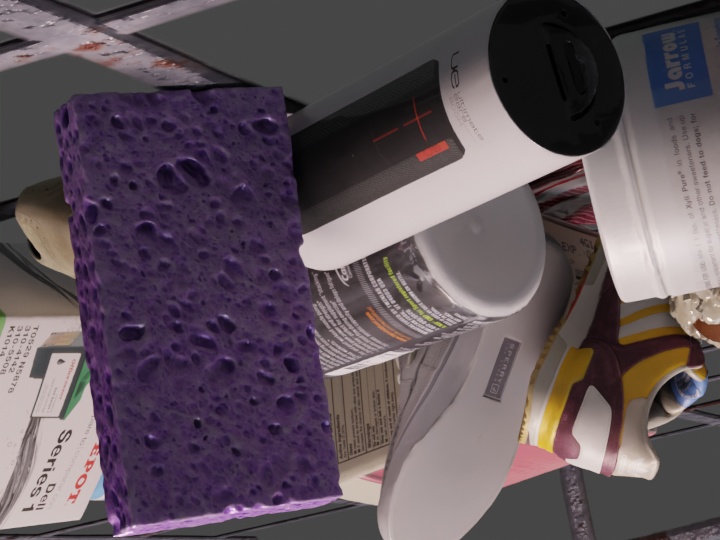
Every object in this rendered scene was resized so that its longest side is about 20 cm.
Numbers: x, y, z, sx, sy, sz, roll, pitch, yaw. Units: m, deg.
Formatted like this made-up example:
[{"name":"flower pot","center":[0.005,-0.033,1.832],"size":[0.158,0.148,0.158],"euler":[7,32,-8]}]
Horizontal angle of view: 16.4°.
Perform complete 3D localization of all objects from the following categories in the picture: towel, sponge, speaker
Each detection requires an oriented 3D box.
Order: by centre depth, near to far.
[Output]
[{"name":"sponge","center":[-0.075,0.016,1.150],"size":[0.111,0.201,0.030],"euler":[-4,169,-30]},{"name":"speaker","center":[0.033,-0.063,1.163],"size":[0.081,0.082,0.200],"euler":[-3,168,-37]},{"name":"towel","center":[0.161,-0.053,1.514],"size":[0.144,0.023,0.200],"euler":[-16,168,30]}]

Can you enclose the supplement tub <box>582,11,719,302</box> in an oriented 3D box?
[{"name":"supplement tub","center":[0.209,-0.067,1.194],"size":[0.199,0.133,0.132],"euler":[-13,169,9]}]

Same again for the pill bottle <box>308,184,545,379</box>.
[{"name":"pill bottle","center":[0.000,0.000,1.399],"size":[0.106,0.107,0.200],"euler":[-1,165,-44]}]

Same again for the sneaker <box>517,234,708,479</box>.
[{"name":"sneaker","center":[0.161,0.037,1.417],"size":[0.090,0.200,0.075],"euler":[22,145,11]}]

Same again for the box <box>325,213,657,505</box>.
[{"name":"box","center":[0.071,0.062,1.554],"size":[0.109,0.128,0.200],"euler":[16,151,-42]}]

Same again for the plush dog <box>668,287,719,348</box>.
[{"name":"plush dog","center":[0.270,-0.056,1.367],"size":[0.199,0.161,0.172],"euler":[3,146,-18]}]

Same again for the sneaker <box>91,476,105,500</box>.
[{"name":"sneaker","center":[-0.141,0.071,1.557],"size":[0.072,0.072,0.200],"euler":[2,132,-36]}]

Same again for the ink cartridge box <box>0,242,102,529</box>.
[{"name":"ink cartridge box","center":[-0.211,0.064,1.367],"size":[0.084,0.147,0.200],"euler":[35,-162,28]}]

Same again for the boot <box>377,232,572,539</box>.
[{"name":"boot","center":[0.050,0.064,1.451],"size":[0.073,0.201,0.095],"euler":[27,178,-33]}]

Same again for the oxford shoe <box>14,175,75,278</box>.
[{"name":"oxford shoe","center":[-0.133,-0.022,1.308],"size":[0.074,0.071,0.200],"euler":[14,171,4]}]
